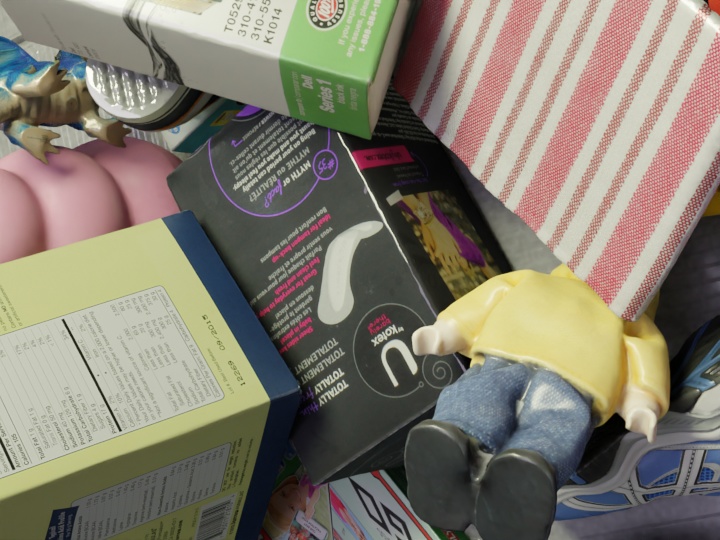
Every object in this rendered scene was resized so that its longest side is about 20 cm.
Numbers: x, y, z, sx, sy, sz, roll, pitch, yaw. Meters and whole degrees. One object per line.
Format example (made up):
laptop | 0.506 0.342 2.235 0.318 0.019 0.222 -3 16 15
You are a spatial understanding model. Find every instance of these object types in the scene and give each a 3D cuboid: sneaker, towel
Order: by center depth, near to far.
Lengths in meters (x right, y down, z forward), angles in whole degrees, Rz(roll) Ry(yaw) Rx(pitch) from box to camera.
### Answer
towel | 0.098 -0.093 0.668 0.200 0.030 0.147 49 135 31
sneaker | 0.158 0.089 0.707 0.077 0.076 0.200 42 137 -11
sneaker | -0.077 -0.165 0.811 0.078 0.079 0.200 41 90 8

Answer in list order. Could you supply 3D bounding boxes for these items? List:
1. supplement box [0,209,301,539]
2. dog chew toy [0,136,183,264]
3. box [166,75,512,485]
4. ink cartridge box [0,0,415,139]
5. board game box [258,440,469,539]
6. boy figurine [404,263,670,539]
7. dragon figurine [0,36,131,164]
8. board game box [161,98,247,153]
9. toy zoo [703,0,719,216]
supplement box | -0.164 0.102 0.783 0.134 0.199 0.200 56 148 29
dog chew toy | -0.181 -0.021 0.866 0.124 0.200 0.125 1 93 35
box | 0.000 0.000 0.797 0.122 0.106 0.200 -37 70 30
ink cartridge box | -0.068 -0.170 0.725 0.200 0.084 0.146 16 78 5
board game box | -0.012 0.168 0.857 0.200 0.029 0.135 49 116 24
boy figurine | 0.087 0.043 0.676 0.124 0.200 0.065 16 125 20
dragon figurine | -0.201 -0.103 0.832 0.099 0.200 0.059 17 112 31
board game box | -0.072 -0.191 0.879 0.200 0.047 0.151 -39 70 29
toy zoo | 0.129 -0.100 0.715 0.131 0.020 0.200 6 119 37
